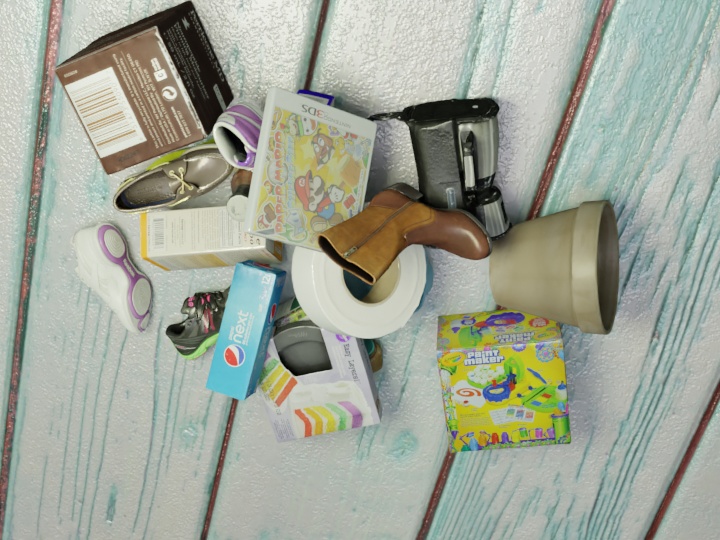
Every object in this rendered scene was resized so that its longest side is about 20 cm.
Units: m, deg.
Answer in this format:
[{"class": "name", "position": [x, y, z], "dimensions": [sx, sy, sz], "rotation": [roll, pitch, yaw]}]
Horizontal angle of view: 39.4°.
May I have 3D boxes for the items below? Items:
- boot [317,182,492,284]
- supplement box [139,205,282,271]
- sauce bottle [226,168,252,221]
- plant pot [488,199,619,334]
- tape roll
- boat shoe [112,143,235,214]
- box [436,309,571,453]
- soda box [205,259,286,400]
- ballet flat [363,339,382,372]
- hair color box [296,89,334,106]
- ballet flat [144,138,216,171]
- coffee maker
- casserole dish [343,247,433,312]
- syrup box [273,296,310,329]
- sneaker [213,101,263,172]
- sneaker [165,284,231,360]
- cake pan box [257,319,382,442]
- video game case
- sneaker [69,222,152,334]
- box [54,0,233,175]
[{"class": "boot", "position": [0.067, -0.039, 1.387], "dimensions": [0.188, 0.200, 0.069], "rotation": [37, 130, 13]}, {"class": "supplement box", "position": [-0.229, -0.051, 1.569], "dimensions": [0.197, 0.126, 0.074], "rotation": [-4, 80, 7]}, {"class": "sauce bottle", "position": [-0.160, -0.130, 1.491], "dimensions": [0.065, 0.200, 0.067], "rotation": [3, 116, 6]}, {"class": "plant pot", "position": [0.291, -0.005, 1.526], "dimensions": [0.172, 0.200, 0.202], "rotation": [0, 116, 22]}, {"class": "tape roll", "position": [0.000, 0.000, 1.505], "dimensions": [0.200, 0.071, 0.205], "rotation": [0, 91, -31]}, {"class": "boat shoe", "position": [-0.278, -0.133, 1.504], "dimensions": [0.198, 0.060, 0.072], "rotation": [-16, 111, 15]}, {"class": "box", "position": [0.233, 0.176, 1.638], "dimensions": [0.197, 0.122, 0.195], "rotation": [-5, 114, 9]}, {"class": "soda box", "position": [-0.175, 0.090, 1.541], "dimensions": [0.067, 0.064, 0.202], "rotation": [16, 97, 9]}, {"class": "ballet flat", "position": [-0.051, 0.174, 1.705], "dimensions": [0.198, 0.068, 0.073], "rotation": [-20, 131, 10]}, {"class": "hair color box", "position": [-0.086, -0.158, 1.522], "dimensions": [0.064, 0.110, 0.202], "rotation": [12, 116, 0]}, {"class": "ballet flat", "position": [-0.271, -0.154, 1.564], "dimensions": [0.198, 0.067, 0.067], "rotation": [-24, 109, 16]}, {"class": "coffee maker", "position": [0.124, -0.146, 1.512], "dimensions": [0.190, 0.135, 0.202], "rotation": [7, 117, 30]}, {"class": "casserole dish", "position": [0.020, 0.006, 1.584], "dimensions": [0.198, 0.039, 0.123], "rotation": [5, 89, -22]}, {"class": "syrup box", "position": [-0.095, 0.091, 1.654], "dimensions": [0.199, 0.079, 0.082], "rotation": [-29, 109, 17]}, {"class": "sneaker", "position": [-0.126, -0.144, 1.411], "dimensions": [0.200, 0.114, 0.073], "rotation": [38, 115, -6]}, {"class": "sneaker", "position": [-0.249, 0.069, 1.661], "dimensions": [0.084, 0.077, 0.200], "rotation": [41, 111, -18]}, {"class": "cake pan box", "position": [-0.074, 0.169, 1.618], "dimensions": [0.182, 0.052, 0.202], "rotation": [-11, 113, 8]}, {"class": "video game case", "position": [-0.066, -0.132, 1.399], "dimensions": [0.181, 0.023, 0.203], "rotation": [14, 84, -36]}, {"class": "sneaker", "position": [-0.411, 0.014, 1.666], "dimensions": [0.099, 0.075, 0.202], "rotation": [-7, 115, 29]}, {"class": "box", "position": [-0.302, -0.265, 1.443], "dimensions": [0.163, 0.200, 0.167], "rotation": [-19, 112, 13]}]
